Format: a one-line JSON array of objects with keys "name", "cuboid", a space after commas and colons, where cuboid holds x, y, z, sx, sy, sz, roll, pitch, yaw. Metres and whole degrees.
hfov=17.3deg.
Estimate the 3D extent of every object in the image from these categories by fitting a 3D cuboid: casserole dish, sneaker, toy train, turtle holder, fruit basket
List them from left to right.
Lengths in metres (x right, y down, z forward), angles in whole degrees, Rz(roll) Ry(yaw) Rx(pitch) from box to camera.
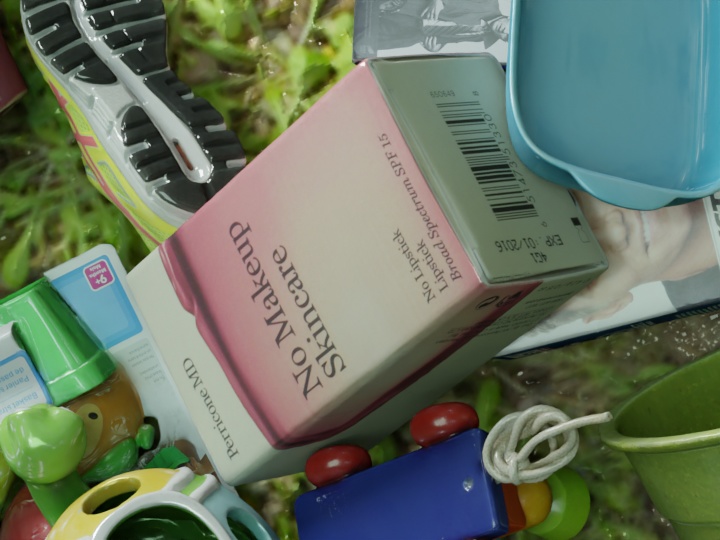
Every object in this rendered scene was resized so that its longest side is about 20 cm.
[{"name": "fruit basket", "cuboid": [-0.170, 0.114, 1.254, 0.184, 0.094, 0.201, -25, 89, 7]}, {"name": "sneaker", "cuboid": [-0.130, -0.085, 1.261, 0.078, 0.091, 0.201, -17, 61, -22]}, {"name": "turtle holder", "cuboid": [-0.098, 0.150, 1.161, 0.140, 0.132, 0.187, -8, 65, -7]}, {"name": "toy train", "cuboid": [0.074, 0.110, 1.151, 0.199, 0.115, 0.085, -24, 68, 35]}, {"name": "casserole dish", "cuboid": [0.125, -0.112, 1.148, 0.120, 0.039, 0.202, 13, 62, -13]}]

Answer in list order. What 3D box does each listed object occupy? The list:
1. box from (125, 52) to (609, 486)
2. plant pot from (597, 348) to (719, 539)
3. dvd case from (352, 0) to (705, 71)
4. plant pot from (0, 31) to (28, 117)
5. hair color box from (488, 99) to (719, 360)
[{"name": "box", "cuboid": [0.000, 0.000, 1.164, 0.200, 0.109, 0.129, -40, 71, 35]}, {"name": "plant pot", "cuboid": [0.235, 0.132, 1.120, 0.199, 0.200, 0.191, -18, 96, 13]}, {"name": "dvd case", "cuboid": [0.097, -0.179, 1.232, 0.198, 0.025, 0.152, 3, 89, 13]}, {"name": "plant pot", "cuboid": [-0.279, -0.126, 1.247, 0.200, 0.200, 0.179, -38, 96, 10]}, {"name": "hair color box", "cuboid": [0.152, -0.025, 1.196, 0.198, 0.060, 0.101, -15, 85, 14]}]
